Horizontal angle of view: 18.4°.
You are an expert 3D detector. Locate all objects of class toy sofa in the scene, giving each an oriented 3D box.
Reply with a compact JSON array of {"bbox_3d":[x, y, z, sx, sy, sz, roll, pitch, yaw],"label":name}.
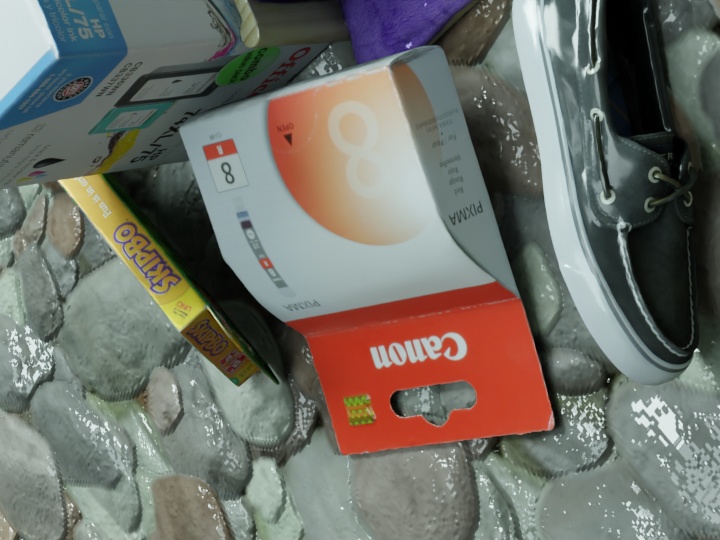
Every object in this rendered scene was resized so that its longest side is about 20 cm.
[{"bbox_3d":[0.023,-0.172,1.072,0.200,0.083,0.098,-37,71,42],"label":"toy sofa"}]

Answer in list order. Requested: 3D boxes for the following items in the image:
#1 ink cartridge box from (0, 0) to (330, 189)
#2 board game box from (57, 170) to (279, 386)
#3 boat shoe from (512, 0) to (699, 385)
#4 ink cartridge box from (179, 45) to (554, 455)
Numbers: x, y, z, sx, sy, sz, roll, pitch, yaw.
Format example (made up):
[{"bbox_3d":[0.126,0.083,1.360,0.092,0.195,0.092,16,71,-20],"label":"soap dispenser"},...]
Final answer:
[{"bbox_3d":[-0.144,-0.143,1.159,0.147,0.199,0.147,-38,73,42],"label":"ink cartridge box"},{"bbox_3d":[-0.121,-0.013,1.239,0.030,0.096,0.200,-43,63,-2],"label":"board game box"},{"bbox_3d":[0.120,-0.049,1.010,0.056,0.068,0.201,-22,79,44],"label":"boat shoe"},{"bbox_3d":[0.000,0.000,1.129,0.162,0.050,0.201,-11,97,45],"label":"ink cartridge box"}]
